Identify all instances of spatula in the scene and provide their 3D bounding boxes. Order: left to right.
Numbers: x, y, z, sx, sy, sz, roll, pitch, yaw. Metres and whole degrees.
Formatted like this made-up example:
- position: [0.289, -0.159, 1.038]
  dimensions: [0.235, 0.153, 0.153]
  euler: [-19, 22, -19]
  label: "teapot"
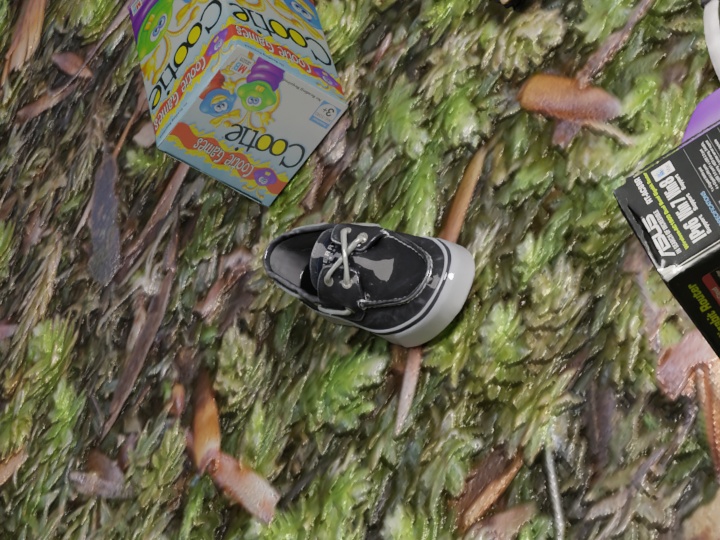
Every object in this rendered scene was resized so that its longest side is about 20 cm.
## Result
- position: [0.207, -0.141, 1.578]
  dimensions: [0.056, 0.021, 0.200]
  euler: [-35, 38, 45]
  label: "spatula"

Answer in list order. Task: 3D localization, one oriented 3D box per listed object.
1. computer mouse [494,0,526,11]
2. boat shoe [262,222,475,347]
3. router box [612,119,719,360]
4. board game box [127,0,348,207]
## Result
- position: [0.120, -0.267, 1.821]
  dimensions: [0.110, 0.044, 0.200]
  euler: [-45, 37, 39]
  label: "computer mouse"
- position: [0.000, 0.000, 1.760]
  dimensions: [0.200, 0.068, 0.072]
  euler: [11, 76, 62]
  label: "boat shoe"
- position: [0.219, -0.005, 1.199]
  dimensions: [0.150, 0.200, 0.062]
  euler: [-32, 48, 8]
  label: "router box"
- position: [-0.094, -0.159, 2.023]
  dimensions: [0.103, 0.105, 0.200]
  euler: [-50, 31, 22]
  label: "board game box"
